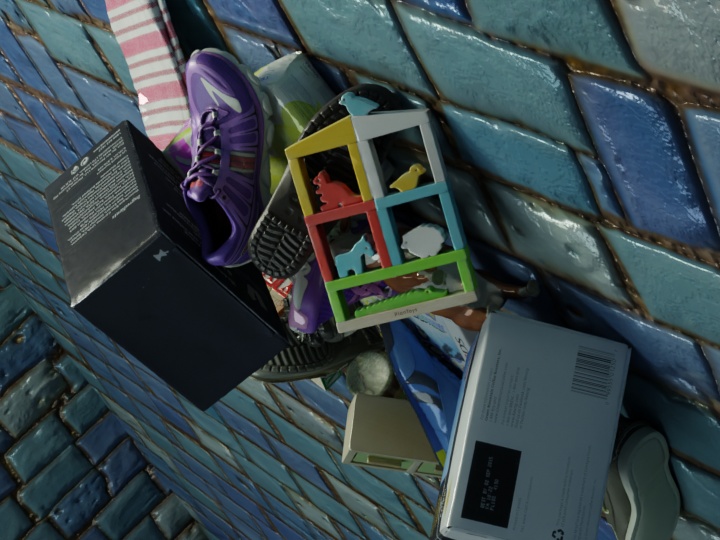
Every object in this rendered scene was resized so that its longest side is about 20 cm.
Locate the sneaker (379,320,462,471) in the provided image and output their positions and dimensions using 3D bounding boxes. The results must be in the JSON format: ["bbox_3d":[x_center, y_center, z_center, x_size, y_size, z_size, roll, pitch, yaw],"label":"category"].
[{"bbox_3d":[0.088,0.128,1.710,0.201,0.078,0.066,62,-175,2],"label":"sneaker"}]

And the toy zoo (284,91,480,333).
[{"bbox_3d":[0.016,-0.056,1.430,0.020,0.131,0.201,-49,-57,-72],"label":"toy zoo"}]

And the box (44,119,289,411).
[{"bbox_3d":[-0.190,-0.005,1.609,0.197,0.117,0.200,44,-167,-38],"label":"box"}]

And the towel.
[{"bbox_3d":[-0.217,-0.217,1.721,0.146,0.030,0.201,1,111,67],"label":"towel"}]

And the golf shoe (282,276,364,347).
[{"bbox_3d":[-0.049,-0.021,1.808,0.078,0.094,0.201,-16,91,56],"label":"golf shoe"}]

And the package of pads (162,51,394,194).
[{"bbox_3d":[-0.082,-0.110,1.593,0.200,0.068,0.155,-24,112,47],"label":"package of pads"}]

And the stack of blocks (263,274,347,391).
[{"bbox_3d":[-0.061,0.056,1.930,0.059,0.115,0.200,36,160,30],"label":"stack of blocks"}]

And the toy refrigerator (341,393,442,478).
[{"bbox_3d":[0.084,0.187,1.780,0.199,0.070,0.076,10,162,-5],"label":"toy refrigerator"}]

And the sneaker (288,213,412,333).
[{"bbox_3d":[0.000,0.000,1.589,0.088,0.200,0.081,25,128,13],"label":"sneaker"}]

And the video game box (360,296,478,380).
[{"bbox_3d":[0.074,0.054,1.726,0.200,0.047,0.183,27,153,47],"label":"video game box"}]

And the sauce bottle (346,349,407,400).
[{"bbox_3d":[0.055,0.146,1.881,0.065,0.065,0.200,34,180,35],"label":"sauce bottle"}]

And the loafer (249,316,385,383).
[{"bbox_3d":[-0.049,0.093,1.842,0.075,0.199,0.070,64,145,27],"label":"loafer"}]

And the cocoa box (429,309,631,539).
[{"bbox_3d":[0.147,0.160,1.475,0.133,0.201,0.131,14,160,-1],"label":"cocoa box"}]

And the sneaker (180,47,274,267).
[{"bbox_3d":[-0.125,-0.099,1.499,0.080,0.083,0.201,0,105,37],"label":"sneaker"}]

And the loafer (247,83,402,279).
[{"bbox_3d":[-0.032,-0.086,1.482,0.073,0.200,0.071,39,-161,1],"label":"loafer"}]

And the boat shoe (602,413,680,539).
[{"bbox_3d":[0.261,0.209,1.597,0.060,0.072,0.202,34,153,38],"label":"boat shoe"}]

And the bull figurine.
[{"bbox_3d":[0.064,0.002,1.516,0.199,0.065,0.121,23,170,-26],"label":"bull figurine"}]
